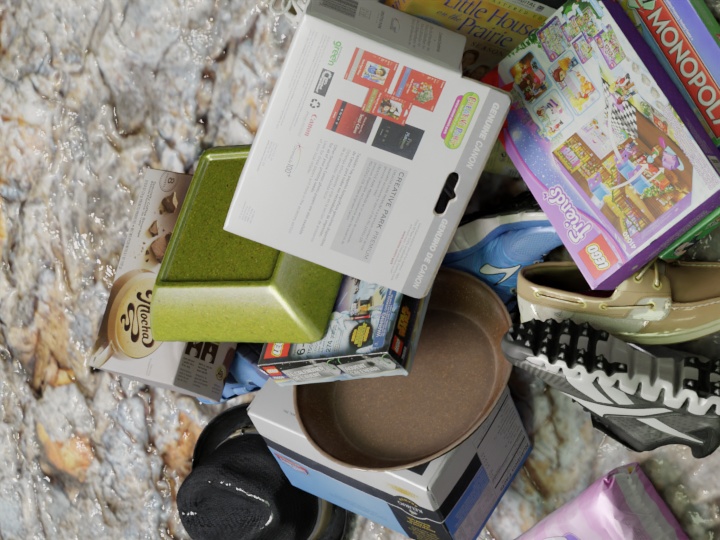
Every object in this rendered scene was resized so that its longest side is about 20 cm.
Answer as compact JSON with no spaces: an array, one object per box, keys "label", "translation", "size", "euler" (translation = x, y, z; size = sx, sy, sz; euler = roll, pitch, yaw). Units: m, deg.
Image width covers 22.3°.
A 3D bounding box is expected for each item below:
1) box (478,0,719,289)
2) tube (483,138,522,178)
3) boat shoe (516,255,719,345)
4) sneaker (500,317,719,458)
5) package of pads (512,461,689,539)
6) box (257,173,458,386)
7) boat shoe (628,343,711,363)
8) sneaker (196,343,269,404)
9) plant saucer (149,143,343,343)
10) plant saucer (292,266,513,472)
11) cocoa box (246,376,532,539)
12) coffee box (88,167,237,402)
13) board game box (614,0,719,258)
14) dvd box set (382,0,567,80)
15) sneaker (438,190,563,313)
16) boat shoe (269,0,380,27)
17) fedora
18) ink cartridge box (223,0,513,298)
[{"label":"box","translation":[0.188,-0.104,1.424],"size":[0.137,0.039,0.200],"euler":[-40,68,28]},{"label":"tube","translation":[0.073,-0.115,1.516],"size":[0.199,0.052,0.058],"euler":[10,101,0]},{"label":"boat shoe","translation":[0.220,0.016,1.463],"size":[0.199,0.074,0.067],"euler":[-9,121,18]},{"label":"sneaker","translation":[0.203,0.101,1.440],"size":[0.199,0.067,0.091],"euler":[15,121,5]},{"label":"package of pads","translation":[0.197,0.264,1.589],"size":[0.200,0.076,0.121],"euler":[-43,74,38]},{"label":"box","translation":[0.000,0.000,1.559],"size":[0.137,0.201,0.040],"euler":[-9,142,35]},{"label":"boat shoe","translation":[0.227,0.092,1.512],"size":[0.200,0.071,0.070],"euler":[30,121,27]},{"label":"sneaker","translation":[-0.121,0.092,1.788],"size":[0.200,0.074,0.083],"euler":[18,117,40]},{"label":"plant saucer","translation":[-0.094,-0.037,1.588],"size":[0.199,0.048,0.201],"euler":[-1,61,38]},{"label":"plant saucer","translation":[0.040,0.088,1.534],"size":[0.200,0.201,0.037],"euler":[14,154,34]},{"label":"cocoa box","translation":[0.028,0.142,1.616],"size":[0.200,0.134,0.131],"euler":[20,153,32]},{"label":"coffee box","translation":[-0.168,0.012,1.734],"size":[0.113,0.080,0.201],"euler":[11,81,36]},{"label":"board game box","translation":[0.240,-0.129,1.429],"size":[0.135,0.029,0.200],"euler":[-41,67,34]},{"label":"dvd box set","translation":[0.065,-0.174,1.513],"size":[0.200,0.146,0.029],"euler":[-45,43,37]},{"label":"sneaker","translation":[0.137,-0.016,1.556],"size":[0.200,0.078,0.089],"euler":[-20,99,48]},{"label":"boat shoe","translation":[-0.037,-0.234,1.543],"size":[0.086,0.202,0.075],"euler":[36,91,-11]},{"label":"fedora","translation":[-0.112,0.229,1.806],"size":[0.200,0.091,0.201],"euler":[13,113,34]},{"label":"ink cartridge box","translation":[0.007,-0.101,1.452],"size":[0.175,0.084,0.200],"euler":[21,118,-5]}]
